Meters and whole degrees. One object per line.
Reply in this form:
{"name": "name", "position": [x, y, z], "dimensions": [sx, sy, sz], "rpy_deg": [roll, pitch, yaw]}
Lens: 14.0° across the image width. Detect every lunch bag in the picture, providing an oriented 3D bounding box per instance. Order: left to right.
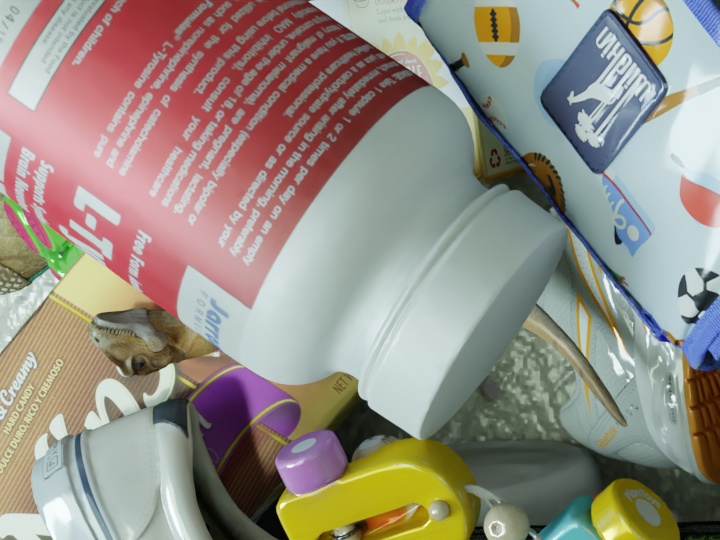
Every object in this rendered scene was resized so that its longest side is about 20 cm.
{"name": "lunch bag", "position": [0.133, -0.090, 0.950], "dimensions": [0.200, 0.124, 0.170], "rpy_deg": [-41, 71, 11]}

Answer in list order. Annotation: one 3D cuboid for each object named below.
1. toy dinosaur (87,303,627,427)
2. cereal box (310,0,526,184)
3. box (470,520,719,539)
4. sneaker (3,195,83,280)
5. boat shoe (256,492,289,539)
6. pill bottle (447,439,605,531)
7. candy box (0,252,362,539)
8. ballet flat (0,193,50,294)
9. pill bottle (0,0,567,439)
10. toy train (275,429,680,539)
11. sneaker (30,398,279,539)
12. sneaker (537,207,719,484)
{"name": "toy dinosaur", "position": [0.000, 0.000, 1.062], "dimensions": [0.199, 0.060, 0.107], "rpy_deg": [-3, 106, 20]}
{"name": "cereal box", "position": [-0.013, -0.130, 1.144], "dimensions": [0.143, 0.039, 0.201], "rpy_deg": [-2, 99, 37]}
{"name": "box", "position": [0.080, 0.145, 1.025], "dimensions": [0.199, 0.035, 0.111], "rpy_deg": [-4, 98, 19]}
{"name": "sneaker", "position": [-0.111, -0.080, 1.203], "dimensions": [0.077, 0.083, 0.201], "rpy_deg": [13, 116, 60]}
{"name": "boat shoe", "position": [-0.039, 0.064, 1.195], "dimensions": [0.060, 0.074, 0.201], "rpy_deg": [-16, 72, -1]}
{"name": "pill bottle", "position": [0.049, 0.173, 1.118], "dimensions": [0.112, 0.112, 0.201], "rpy_deg": [-2, 100, 38]}
{"name": "candy box", "position": [-0.070, 0.042, 1.126], "dimensions": [0.117, 0.056, 0.200], "rpy_deg": [42, 99, 4]}
{"name": "ballet flat", "position": [-0.166, -0.091, 1.268], "dimensions": [0.065, 0.071, 0.201], "rpy_deg": [-19, 91, 12]}
{"name": "pill bottle", "position": [-0.036, -0.035, 0.970], "dimensions": [0.200, 0.112, 0.113], "rpy_deg": [35, 120, 12]}
{"name": "toy train", "position": [0.032, 0.121, 0.993], "dimensions": [0.199, 0.056, 0.151], "rpy_deg": [6, 115, 13]}
{"name": "sneaker", "position": [-0.043, 0.139, 1.072], "dimensions": [0.071, 0.073, 0.201], "rpy_deg": [-27, 105, 13]}
{"name": "sneaker", "position": [0.092, -0.021, 1.069], "dimensions": [0.092, 0.076, 0.201], "rpy_deg": [-2, 97, 44]}
